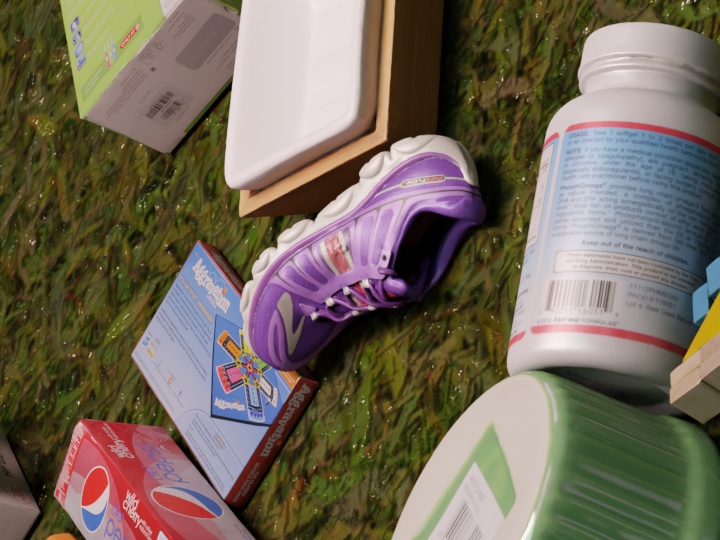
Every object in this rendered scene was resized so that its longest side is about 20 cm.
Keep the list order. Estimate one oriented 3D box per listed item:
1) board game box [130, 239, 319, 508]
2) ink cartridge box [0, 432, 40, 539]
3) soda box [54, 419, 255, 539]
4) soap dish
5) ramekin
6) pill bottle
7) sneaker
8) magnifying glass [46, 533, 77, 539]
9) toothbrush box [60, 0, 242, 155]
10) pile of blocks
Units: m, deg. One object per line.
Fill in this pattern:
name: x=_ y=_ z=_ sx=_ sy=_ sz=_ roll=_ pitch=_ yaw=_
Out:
board game box: x=-0.097 y=0.068 z=1.691 sx=0.103 sy=0.019 sz=0.200 roll=-59 pitch=34 yaw=14
ink cartridge box: x=-0.313 y=0.191 z=1.875 sx=0.200 sy=0.068 sz=0.115 roll=-57 pitch=35 yaw=15
soda box: x=-0.135 y=0.167 z=1.625 sx=0.200 sy=0.070 sz=0.063 roll=41 pitch=118 yaw=57
soap dish: x=-0.014 y=-0.142 z=1.642 sx=0.157 sy=0.081 sz=0.200 roll=-25 pitch=52 yaw=45
ramekin: x=0.091 y=0.149 z=1.265 sx=0.200 sy=0.098 sz=0.200 roll=-54 pitch=19 yaw=28
pill bottle: x=0.147 y=-0.027 z=1.328 sx=0.109 sy=0.109 sz=0.200 roll=-12 pitch=61 yaw=51
sneaker: x=0.000 y=0.000 z=1.546 sx=0.200 sy=0.081 sz=0.083 roll=-46 pitch=45 yaw=27
magnifying glass: x=-0.182 y=0.216 z=1.686 sx=0.200 sy=0.080 sz=0.022 roll=-159 pitch=65 yaw=-67
toothbrush box: x=-0.153 y=-0.213 z=1.873 sx=0.146 sy=0.086 sz=0.200 roll=-47 pitch=39 yaw=28
pile of blocks: x=0.228 y=-0.006 z=1.255 sx=0.200 sy=0.062 sz=0.082 roll=-58 pitch=22 yaw=-1
